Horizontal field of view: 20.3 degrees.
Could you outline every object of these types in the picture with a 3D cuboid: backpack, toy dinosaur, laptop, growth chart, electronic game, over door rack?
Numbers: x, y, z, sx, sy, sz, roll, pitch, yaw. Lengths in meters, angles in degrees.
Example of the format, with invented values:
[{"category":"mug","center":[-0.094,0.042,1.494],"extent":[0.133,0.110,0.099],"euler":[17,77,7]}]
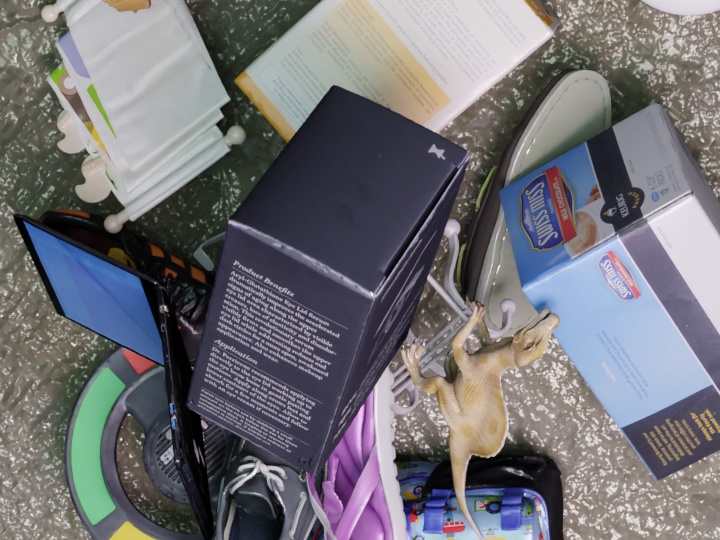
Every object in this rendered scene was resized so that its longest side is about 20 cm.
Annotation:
[{"category":"backpack","center":[0.049,0.230,1.479],"extent":[0.199,0.135,0.183],"euler":[-2,100,13]},{"category":"toy dinosaur","center":[0.070,0.090,1.344],"extent":[0.058,0.101,0.200],"euler":[-6,134,-28]},{"category":"laptop","center":[-0.171,0.077,1.410],"extent":[0.103,0.177,0.201],"euler":[-8,66,0]},{"category":"growth chart","center":[-0.166,-0.139,1.464],"extent":[0.144,0.018,0.200],"euler":[-26,71,16]},{"category":"electronic game","center":[-0.125,0.136,1.507],"extent":[0.199,0.042,0.201],"euler":[-1,80,7]},{"category":"over door rack","center":[0.000,0.000,1.438],"extent":[0.200,0.067,0.148],"euler":[39,139,-6]}]

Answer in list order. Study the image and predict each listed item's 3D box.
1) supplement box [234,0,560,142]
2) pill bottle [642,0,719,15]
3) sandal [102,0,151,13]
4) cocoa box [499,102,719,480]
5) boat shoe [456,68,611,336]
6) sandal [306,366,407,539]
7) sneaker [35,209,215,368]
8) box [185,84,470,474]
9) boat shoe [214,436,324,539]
[{"category":"supplement box","center":[0.027,-0.157,1.436],"extent":[0.200,0.074,0.126],"euler":[-39,93,16]},{"category":"pill bottle","center":[0.219,-0.226,1.326],"extent":[0.111,0.200,0.111],"euler":[2,101,10]},{"category":"sandal","center":[-0.181,-0.214,1.433],"extent":[0.200,0.080,0.054],"euler":[13,79,30]},{"category":"cocoa box","center":[0.203,0.016,1.378],"extent":[0.131,0.134,0.200],"euler":[-29,120,14]},{"category":"boat shoe","center":[0.119,-0.056,1.444],"extent":[0.072,0.061,0.202],"euler":[13,105,-28]},{"category":"sandal","center":[-0.012,0.145,1.411],"extent":[0.082,0.050,0.203],"euler":[-15,75,51]},{"category":"sneaker","center":[-0.157,0.015,1.475],"extent":[0.200,0.090,0.070],"euler":[27,85,13]},{"category":"box","center":[-0.023,0.008,1.298],"extent":[0.104,0.148,0.200],"euler":[27,138,9]},{"category":"boat shoe","center":[-0.066,0.164,1.423],"extent":[0.073,0.200,0.062],"euler":[11,146,2]}]
